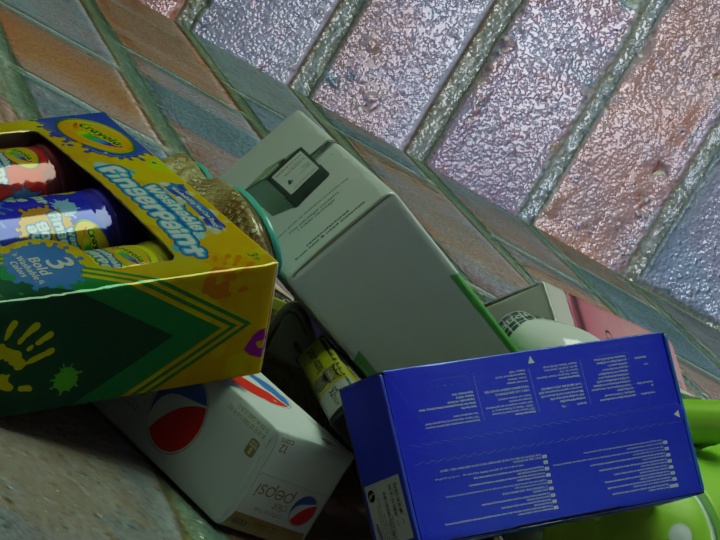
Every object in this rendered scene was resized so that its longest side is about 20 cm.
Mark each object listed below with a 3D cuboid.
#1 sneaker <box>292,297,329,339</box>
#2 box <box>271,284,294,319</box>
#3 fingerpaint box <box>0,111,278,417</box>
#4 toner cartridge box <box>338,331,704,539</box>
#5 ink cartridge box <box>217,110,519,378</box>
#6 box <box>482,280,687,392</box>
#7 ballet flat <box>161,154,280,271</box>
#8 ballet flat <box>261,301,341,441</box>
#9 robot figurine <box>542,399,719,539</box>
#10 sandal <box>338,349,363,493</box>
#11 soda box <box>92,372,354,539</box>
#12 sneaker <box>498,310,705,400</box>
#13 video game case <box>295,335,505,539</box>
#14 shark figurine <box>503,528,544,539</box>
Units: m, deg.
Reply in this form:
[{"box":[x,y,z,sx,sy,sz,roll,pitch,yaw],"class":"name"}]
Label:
[{"box":[0.015,0.062,1.889,0.076,0.088,0.200,37,10,37],"class":"sneaker"},{"box":[-0.133,0.002,1.842,0.200,0.050,0.075,24,10,-40],"class":"box"},{"box":[-0.168,-0.010,1.462,0.167,0.073,0.200,-8,31,-32],"class":"fingerpaint box"},{"box":[0.089,0.092,1.464,0.200,0.095,0.043,-6,-10,-35],"class":"toner cartridge box"},{"box":[0.000,0.000,1.671,0.146,0.084,0.200,50,-2,-24],"class":"ink cartridge box"},{"box":[0.140,0.102,1.842,0.200,0.109,0.128,23,48,-56],"class":"box"},{"box":[-0.103,-0.022,1.601,0.065,0.071,0.200,-13,13,-15],"class":"ballet flat"},{"box":[-0.075,0.037,1.759,0.200,0.065,0.071,31,17,-11],"class":"ballet flat"},{"box":[0.186,0.162,1.609,0.116,0.176,0.200,4,5,38],"class":"robot figurine"},{"box":[0.019,0.088,1.744,0.200,0.055,0.082,-69,139,-80],"class":"sandal"},{"box":[-0.095,0.072,1.506,0.068,0.064,0.200,24,10,-46],"class":"soda box"},{"box":[0.164,0.085,1.695,0.200,0.076,0.081,39,1,-40],"class":"sneaker"},{"box":[0.044,0.132,1.547,0.200,0.026,0.181,49,0,-12],"class":"video game case"},{"box":[0.156,0.179,1.719,0.214,0.090,0.128,25,12,-30],"class":"shark figurine"}]
